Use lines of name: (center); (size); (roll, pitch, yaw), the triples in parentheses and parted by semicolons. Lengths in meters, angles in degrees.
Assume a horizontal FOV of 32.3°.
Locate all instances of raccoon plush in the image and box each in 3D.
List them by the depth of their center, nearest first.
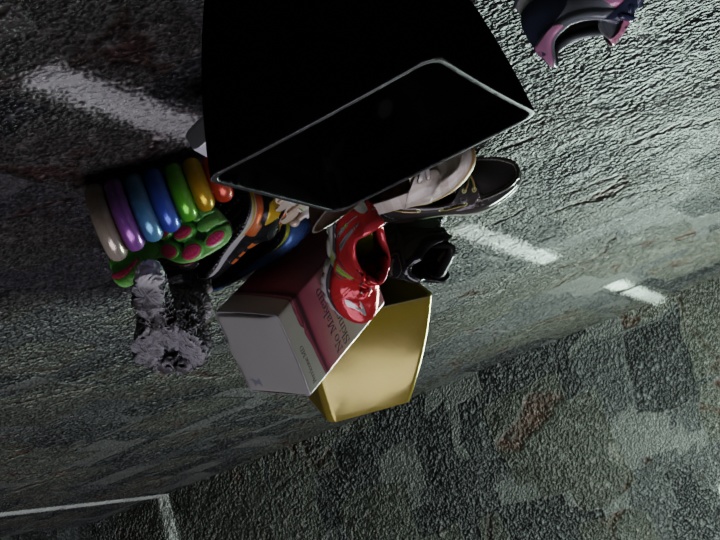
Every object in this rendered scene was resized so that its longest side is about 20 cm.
raccoon plush: (-0.210, 0.024, 1.439); (0.095, 0.135, 0.202); (7, 137, -5)

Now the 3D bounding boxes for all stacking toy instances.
stacking toy: (-0.185, -0.083, 1.309); (0.197, 0.086, 0.085); (-21, 166, -4)

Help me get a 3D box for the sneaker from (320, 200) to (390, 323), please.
sneaker: (0.000, 0.000, 1.509); (0.076, 0.085, 0.202); (-27, 138, -21)

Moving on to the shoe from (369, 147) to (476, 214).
shoe: (0.048, -0.107, 1.511); (0.198, 0.071, 0.053); (-22, 174, 24)

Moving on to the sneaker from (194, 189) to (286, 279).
sneaker: (-0.141, -0.045, 1.512); (0.089, 0.071, 0.200); (-5, 159, -31)

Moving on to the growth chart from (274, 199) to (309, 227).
growth chart: (-0.038, -0.115, 1.381); (0.144, 0.018, 0.200); (-33, 163, -8)

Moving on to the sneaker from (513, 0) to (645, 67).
sneaker: (0.248, -0.257, 1.168); (0.198, 0.083, 0.070); (-23, 165, 17)

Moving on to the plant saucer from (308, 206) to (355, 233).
plant saucer: (0.014, -0.119, 1.327); (0.200, 0.035, 0.200); (-41, 176, -3)

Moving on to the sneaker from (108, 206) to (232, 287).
sneaker: (-0.218, -0.035, 1.470); (0.198, 0.078, 0.083); (-16, 176, 40)

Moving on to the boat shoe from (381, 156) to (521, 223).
boat shoe: (0.115, -0.106, 1.596); (0.198, 0.073, 0.061); (-15, 170, -4)

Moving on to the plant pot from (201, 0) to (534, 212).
plant pot: (-0.010, -0.176, 0.959); (0.198, 0.180, 0.199); (-23, 165, 25)

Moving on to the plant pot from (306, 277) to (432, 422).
plant pot: (-0.014, 0.106, 1.846); (0.197, 0.179, 0.200); (-13, -157, -19)

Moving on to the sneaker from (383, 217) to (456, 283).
sneaker: (0.092, -0.039, 1.651); (0.113, 0.077, 0.199); (18, -150, 23)

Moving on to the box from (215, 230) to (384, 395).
box: (-0.074, 0.049, 1.609); (0.108, 0.129, 0.200); (1, -145, 36)

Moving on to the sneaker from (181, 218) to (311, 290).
sneaker: (-0.144, -0.024, 1.601); (0.198, 0.067, 0.078); (-27, 167, 31)

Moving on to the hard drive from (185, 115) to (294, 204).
hard drive: (-0.070, -0.140, 1.221); (0.132, 0.027, 0.200); (-42, 154, 11)
